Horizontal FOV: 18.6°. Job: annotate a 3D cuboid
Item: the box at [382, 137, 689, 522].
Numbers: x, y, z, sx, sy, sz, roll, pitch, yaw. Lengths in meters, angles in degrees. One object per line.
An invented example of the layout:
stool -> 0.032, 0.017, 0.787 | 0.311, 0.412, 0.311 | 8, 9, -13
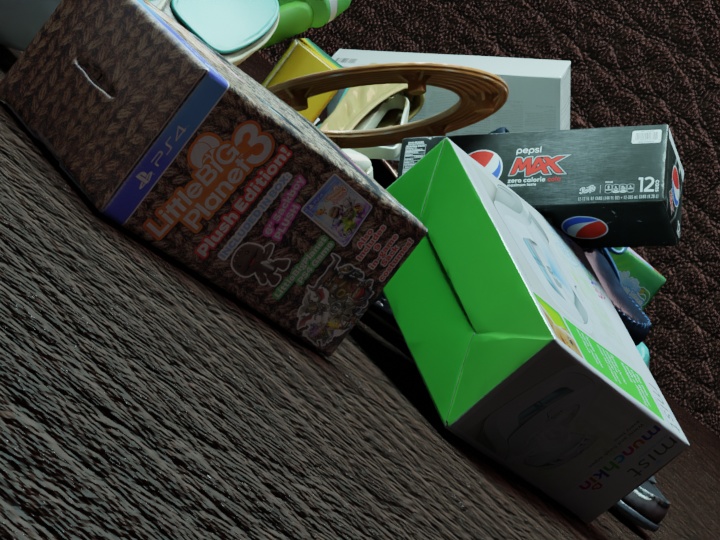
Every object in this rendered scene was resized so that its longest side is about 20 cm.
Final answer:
box -> 0.104, 0.042, 1.462 | 0.176, 0.097, 0.201 | 35, 22, -42

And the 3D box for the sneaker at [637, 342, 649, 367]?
sneaker -> 0.128, 0.043, 1.668 | 0.198, 0.080, 0.078 | 18, 41, -2

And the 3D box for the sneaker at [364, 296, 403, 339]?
sneaker -> 0.000, 0.000, 1.604 | 0.200, 0.072, 0.083 | 41, -14, -12

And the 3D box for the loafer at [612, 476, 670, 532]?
loafer -> 0.174, 0.120, 1.682 | 0.072, 0.063, 0.200 | 32, 8, -46

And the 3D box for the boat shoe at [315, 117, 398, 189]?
boat shoe -> 0.019, -0.037, 1.756 | 0.200, 0.070, 0.071 | 48, -24, 20

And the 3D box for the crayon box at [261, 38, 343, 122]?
crayon box -> -0.066, -0.116, 1.706 | 0.051, 0.127, 0.200 | 38, 6, -3

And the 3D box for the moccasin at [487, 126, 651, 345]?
moccasin -> 0.146, -0.027, 1.631 | 0.200, 0.068, 0.080 | 46, 15, 15

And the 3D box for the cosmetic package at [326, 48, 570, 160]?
cosmetic package -> 0.073, -0.134, 1.815 | 0.198, 0.083, 0.051 | 5, 22, 14

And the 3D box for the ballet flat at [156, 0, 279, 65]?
ballet flat -> -0.131, -0.150, 1.518 | 0.069, 0.070, 0.200 | 39, 37, 13

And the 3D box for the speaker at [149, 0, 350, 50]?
speaker -> -0.109, -0.192, 1.620 | 0.089, 0.199, 0.089 | 54, -21, 32

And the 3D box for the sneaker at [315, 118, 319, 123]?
sneaker -> -0.042, -0.063, 1.848 | 0.084, 0.073, 0.200 | -6, 41, -38

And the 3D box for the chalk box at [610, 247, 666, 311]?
chalk box -> 0.157, 0.001, 1.828 | 0.124, 0.200, 0.124 | 32, 8, -48

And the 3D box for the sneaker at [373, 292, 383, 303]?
sneaker -> -0.055, -0.047, 1.493 | 0.199, 0.074, 0.082 | 35, 6, -14

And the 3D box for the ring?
ring -> 0.007, -0.110, 1.559 | 0.200, 0.199, 0.019 | 24, 58, -70

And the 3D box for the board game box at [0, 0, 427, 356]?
board game box -> -0.086, -0.064, 1.277 | 0.200, 0.097, 0.159 | 34, 7, -42

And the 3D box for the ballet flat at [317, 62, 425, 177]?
ballet flat -> -0.007, -0.094, 1.697 | 0.063, 0.200, 0.069 | 19, -43, 15

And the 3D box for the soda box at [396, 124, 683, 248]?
soda box -> 0.128, -0.057, 1.574 | 0.198, 0.064, 0.071 | -1, -28, 18

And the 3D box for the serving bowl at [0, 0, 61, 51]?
serving bowl -> -0.261, -0.203, 1.432 | 0.200, 0.066, 0.200 | 38, 5, -4
